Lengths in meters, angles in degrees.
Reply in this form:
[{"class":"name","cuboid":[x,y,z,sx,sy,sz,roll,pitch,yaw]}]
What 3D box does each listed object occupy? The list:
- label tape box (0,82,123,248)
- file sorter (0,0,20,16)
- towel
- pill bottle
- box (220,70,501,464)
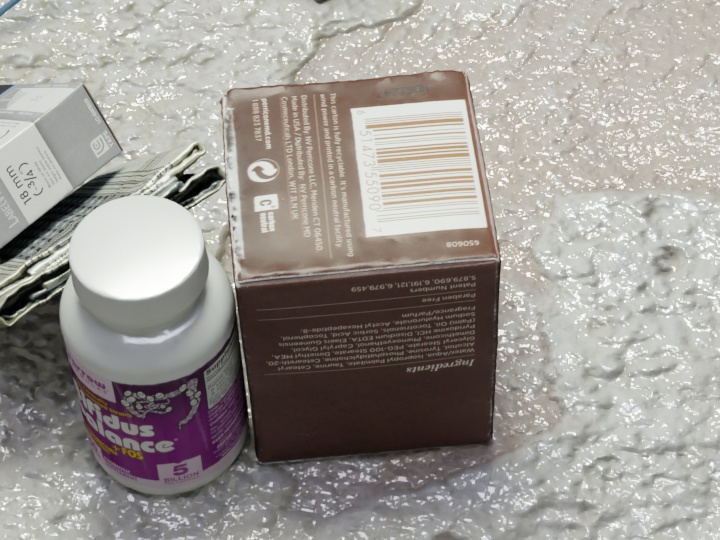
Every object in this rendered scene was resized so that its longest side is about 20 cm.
[{"class":"label tape box","cuboid":[-0.288,-0.054,1.325,0.200,0.063,0.144,-43,28,-29]},{"class":"file sorter","cuboid":[-0.336,-0.305,1.459,0.122,0.200,0.139,-38,54,8]},{"class":"towel","cuboid":[-0.202,-0.026,1.285,0.192,0.035,0.200,-35,16,-23]},{"class":"pill bottle","cuboid":[-0.132,0.048,1.190,0.112,0.201,0.113,-1,51,1]},{"class":"box","cuboid":[0.000,0.000,1.223,0.163,0.201,0.167,-5,50,-3]}]
